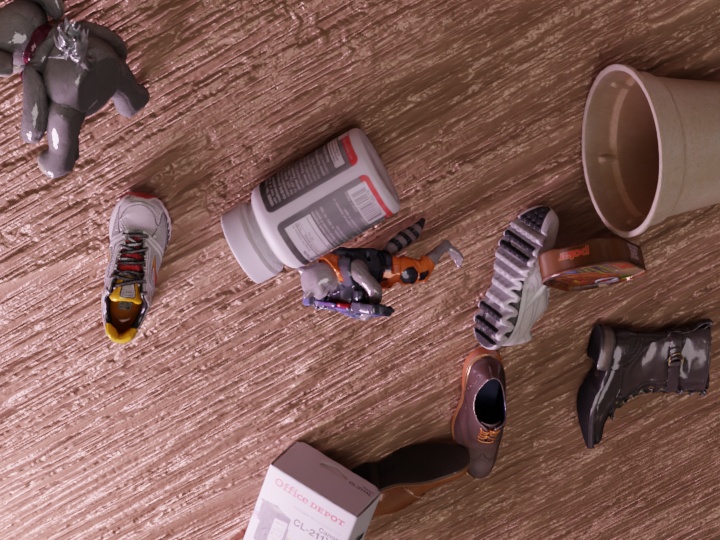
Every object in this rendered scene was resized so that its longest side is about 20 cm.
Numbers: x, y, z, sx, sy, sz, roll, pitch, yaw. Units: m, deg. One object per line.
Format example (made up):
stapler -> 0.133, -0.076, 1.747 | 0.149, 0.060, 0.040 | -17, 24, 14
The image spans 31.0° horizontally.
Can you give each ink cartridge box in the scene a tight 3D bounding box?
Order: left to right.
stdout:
ink cartridge box -> -0.077, 0.361, 1.779 | 0.144, 0.083, 0.202 | 28, 116, 17

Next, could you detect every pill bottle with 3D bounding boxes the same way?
pill bottle -> -0.061, -0.075, 1.568 | 0.198, 0.114, 0.115 | -29, 117, 9

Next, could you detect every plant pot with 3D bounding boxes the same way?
plant pot -> 0.389, -0.150, 1.554 | 0.181, 0.201, 0.203 | -7, 119, -16

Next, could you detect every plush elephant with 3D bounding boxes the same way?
plush elephant -> -0.350, -0.233, 1.441 | 0.165, 0.154, 0.201 | -48, 160, -23

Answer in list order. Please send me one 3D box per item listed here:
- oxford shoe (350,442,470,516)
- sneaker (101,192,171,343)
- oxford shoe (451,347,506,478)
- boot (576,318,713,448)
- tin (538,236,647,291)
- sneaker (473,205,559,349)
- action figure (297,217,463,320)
oxford shoe -> 0.066, 0.295, 1.806 | 0.197, 0.072, 0.072 | -19, 124, 17
sneaker -> -0.277, -0.001, 1.599 | 0.077, 0.082, 0.203 | 6, 116, -10
oxford shoe -> 0.164, 0.209, 1.766 | 0.070, 0.073, 0.203 | -4, 118, -5
boot -> 0.391, 0.157, 1.769 | 0.171, 0.069, 0.203 | 3, 115, -8
tin -> 0.290, -0.007, 1.616 | 0.110, 0.199, 0.043 | -10, 80, 23
sneaker -> 0.213, 0.009, 1.677 | 0.080, 0.075, 0.202 | 5, 117, -32
action figure -> 0.000, 0.000, 1.606 | 0.191, 0.199, 0.106 | -11, 98, -35
